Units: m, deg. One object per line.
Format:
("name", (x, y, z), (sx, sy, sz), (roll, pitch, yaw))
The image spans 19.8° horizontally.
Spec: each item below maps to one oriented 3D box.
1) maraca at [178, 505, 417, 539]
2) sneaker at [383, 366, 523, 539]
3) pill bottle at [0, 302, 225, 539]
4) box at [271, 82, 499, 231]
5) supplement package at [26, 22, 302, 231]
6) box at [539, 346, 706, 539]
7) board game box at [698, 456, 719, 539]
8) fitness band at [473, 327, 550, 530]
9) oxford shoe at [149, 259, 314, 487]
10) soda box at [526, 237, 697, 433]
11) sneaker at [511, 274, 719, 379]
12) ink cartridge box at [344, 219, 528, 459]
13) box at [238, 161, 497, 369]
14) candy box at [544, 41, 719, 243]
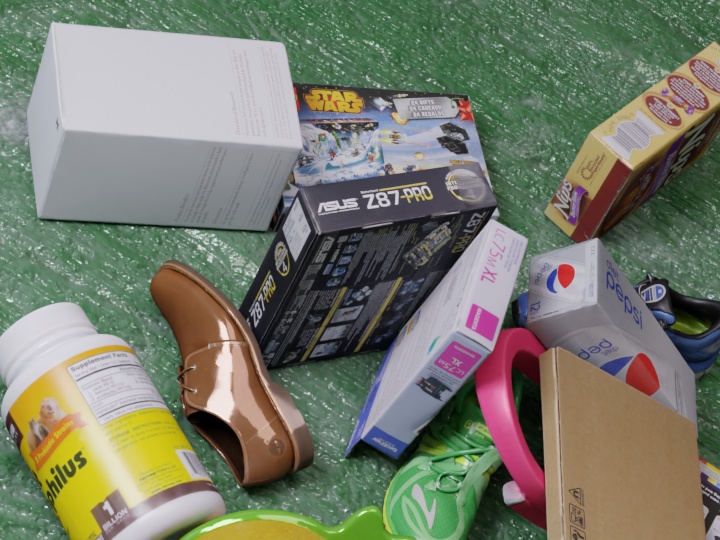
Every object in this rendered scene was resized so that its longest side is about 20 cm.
("maraca", (-0.052, 0.232, 1.455), (0.198, 0.138, 0.107), (-9, 15, -3))
("sneaker", (0.075, 0.145, 1.606), (0.074, 0.084, 0.201), (26, 50, -1))
("pill bottle", (-0.189, 0.124, 1.500), (0.109, 0.110, 0.201), (-19, 63, -32))
("box", (0.012, -0.095, 1.794), (0.198, 0.040, 0.138), (2, 55, -20))
("supplement package", (-0.163, -0.116, 1.689), (0.198, 0.117, 0.118), (3, 54, -20))
("box", (0.203, 0.173, 1.568), (0.163, 0.021, 0.201), (29, 44, -30))
("board game box", (0.277, 0.248, 1.628), (0.199, 0.057, 0.166), (34, 52, 6))
("fitness band", (0.141, 0.126, 1.601), (0.200, 0.037, 0.145), (37, 42, -54))
("oxford shoe", (-0.115, 0.078, 1.594), (0.071, 0.072, 0.201), (-23, 66, -28))
("soda box", (0.204, 0.064, 1.658), (0.200, 0.063, 0.069), (50, 34, -40))
("sneaker", (0.222, 0.036, 1.745), (0.198, 0.089, 0.079), (5, 52, -18))
("ink cartridge box", (0.057, 0.062, 1.589), (0.042, 0.200, 0.120), (30, 48, -9))
("box", (0.000, 0.000, 1.610), (0.160, 0.200, 0.049), (-8, 59, -26))
("candy box", (0.261, -0.114, 1.857), (0.056, 0.117, 0.200), (42, 51, 13))
